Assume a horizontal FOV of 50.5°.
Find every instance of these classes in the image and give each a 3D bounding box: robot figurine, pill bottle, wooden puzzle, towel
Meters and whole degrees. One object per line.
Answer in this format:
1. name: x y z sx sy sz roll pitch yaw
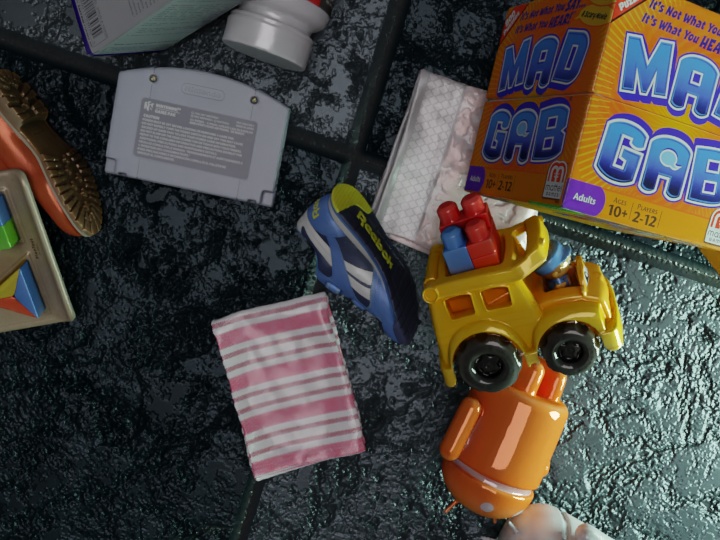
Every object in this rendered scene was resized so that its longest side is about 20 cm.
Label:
1. robot figurine: 0.241 0.349 0.892 0.198 0.114 0.171 28 129 -3
2. pill bottle: -0.073 -0.327 0.816 0.112 0.114 0.203 18 96 -2
3. wooden puzzle: -0.439 -0.006 0.850 0.196 0.046 0.188 -8 115 5
4. towel: -0.084 0.137 0.909 0.144 0.030 0.203 -15 96 0
5. robot figurine: 0.165 0.194 0.874 0.115 0.144 0.203 24 95 19
6. towel: 0.123 -0.109 0.884 0.188 0.032 0.203 19 96 -3

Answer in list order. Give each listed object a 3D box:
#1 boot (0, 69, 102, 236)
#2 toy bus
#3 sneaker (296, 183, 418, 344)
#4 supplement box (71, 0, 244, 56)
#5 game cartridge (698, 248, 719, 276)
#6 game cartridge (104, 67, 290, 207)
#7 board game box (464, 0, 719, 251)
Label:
1. boot: -0.378 -0.111 0.866 0.106 0.075 0.201 -32 96 16
2. toy bus: 0.160 0.007 0.808 0.197 0.136 0.194 -13 114 18
3. sneaker: 0.000 0.000 0.875 0.081 0.074 0.202 -22 107 29
4. supplement box: -0.202 -0.299 0.773 0.198 0.103 0.103 -9 99 45
5. game cartridge: 0.470 -0.054 0.815 0.200 0.032 0.178 -44 58 27
6. game cartridge: -0.184 -0.158 0.874 0.197 0.042 0.136 12 92 -2
7. board game box: 0.254 -0.148 0.771 0.197 0.200 0.203 12 96 -20
